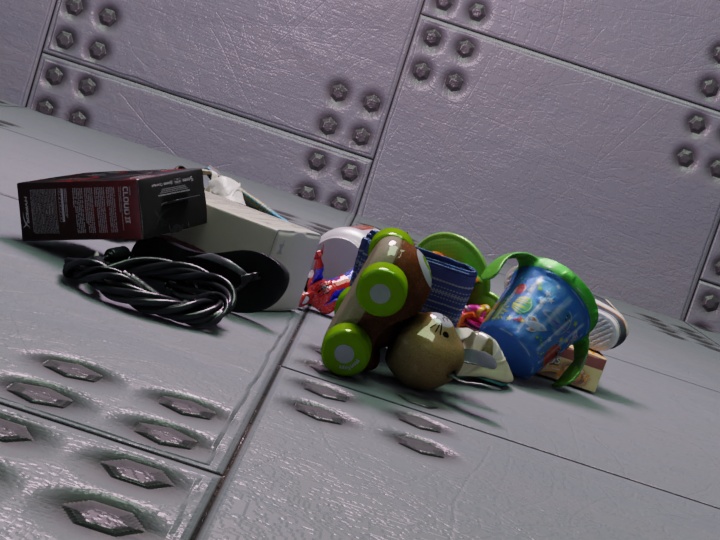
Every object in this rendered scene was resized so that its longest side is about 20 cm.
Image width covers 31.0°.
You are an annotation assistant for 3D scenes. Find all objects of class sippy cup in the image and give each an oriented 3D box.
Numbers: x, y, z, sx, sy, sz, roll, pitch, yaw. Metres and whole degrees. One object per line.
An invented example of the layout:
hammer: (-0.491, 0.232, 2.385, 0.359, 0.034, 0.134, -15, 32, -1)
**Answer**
sippy cup: (0.232, 0.073, 1.764, 0.178, 0.130, 0.140, 38, -31, 16)

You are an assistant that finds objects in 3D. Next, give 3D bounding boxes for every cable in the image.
cable: (-0.232, 0.013, 1.441, 0.200, 0.051, 0.163, 23, 8, 32)

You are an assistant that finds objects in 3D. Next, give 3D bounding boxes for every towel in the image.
towel: (-0.145, -0.085, 1.998, 0.200, 0.022, 0.147, 36, -8, 14)
towel: (0.054, 0.034, 1.594, 0.145, 0.024, 0.200, 19, -37, 1)

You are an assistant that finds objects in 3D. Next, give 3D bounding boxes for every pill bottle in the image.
pill bottle: (-0.015, -0.011, 1.963, 0.112, 0.112, 0.200, 19, 6, 10)

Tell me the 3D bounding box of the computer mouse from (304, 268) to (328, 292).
computer mouse: (-0.115, -0.015, 1.825, 0.200, 0.034, 0.059, 32, 25, -10)

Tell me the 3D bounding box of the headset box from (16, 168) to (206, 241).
headset box: (-0.295, -0.082, 1.598, 0.200, 0.075, 0.149, 0, 10, 25)

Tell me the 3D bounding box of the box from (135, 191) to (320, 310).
box: (-0.175, -0.031, 1.698, 0.200, 0.109, 0.128, 21, 7, 24)

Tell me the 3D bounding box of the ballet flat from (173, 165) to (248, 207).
ballet flat: (-0.221, -0.111, 1.913, 0.200, 0.069, 0.068, 24, 2, 36)

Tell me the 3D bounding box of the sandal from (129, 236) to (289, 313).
sandal: (-0.184, 0.007, 1.551, 0.200, 0.076, 0.043, 9, 4, 11)

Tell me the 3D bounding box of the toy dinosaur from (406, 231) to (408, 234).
toy dinosaur: (0.058, 0.050, 1.731, 0.106, 0.060, 0.200, -9, 64, -45)

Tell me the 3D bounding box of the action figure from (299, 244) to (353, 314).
action figure: (0.000, 0.000, 1.770, 0.200, 0.099, 0.065, -21, 63, -22)

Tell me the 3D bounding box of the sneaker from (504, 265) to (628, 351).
sneaker: (0.307, 0.058, 1.926, 0.200, 0.079, 0.079, 35, 19, 29)

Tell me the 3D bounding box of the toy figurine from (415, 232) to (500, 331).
toy figurine: (0.099, 0.046, 1.908, 0.200, 0.150, 0.184, 47, 32, 20)

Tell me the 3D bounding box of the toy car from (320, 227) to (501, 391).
toy car: (0.073, 0.069, 1.452, 0.200, 0.158, 0.164, 29, 18, -4)

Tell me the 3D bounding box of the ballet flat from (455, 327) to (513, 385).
ballet flat: (0.137, 0.105, 1.611, 0.069, 0.070, 0.200, 23, 8, 37)

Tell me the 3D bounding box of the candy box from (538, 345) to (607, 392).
candy box: (0.292, 0.121, 1.937, 0.115, 0.055, 0.200, 18, 7, 0)
